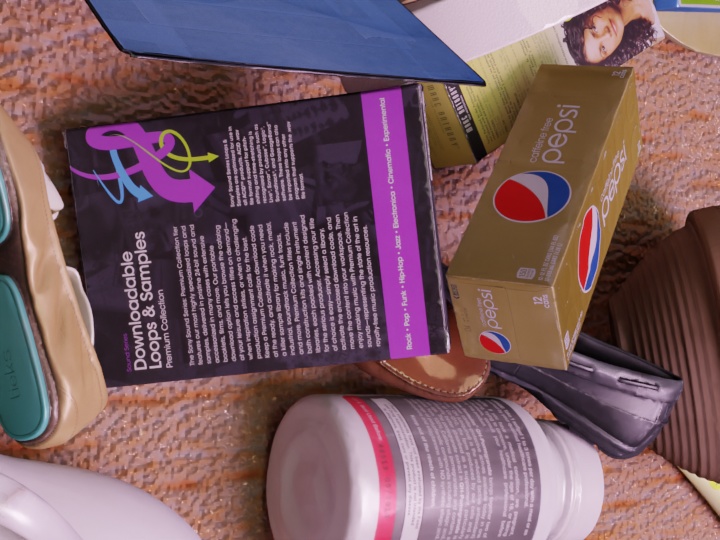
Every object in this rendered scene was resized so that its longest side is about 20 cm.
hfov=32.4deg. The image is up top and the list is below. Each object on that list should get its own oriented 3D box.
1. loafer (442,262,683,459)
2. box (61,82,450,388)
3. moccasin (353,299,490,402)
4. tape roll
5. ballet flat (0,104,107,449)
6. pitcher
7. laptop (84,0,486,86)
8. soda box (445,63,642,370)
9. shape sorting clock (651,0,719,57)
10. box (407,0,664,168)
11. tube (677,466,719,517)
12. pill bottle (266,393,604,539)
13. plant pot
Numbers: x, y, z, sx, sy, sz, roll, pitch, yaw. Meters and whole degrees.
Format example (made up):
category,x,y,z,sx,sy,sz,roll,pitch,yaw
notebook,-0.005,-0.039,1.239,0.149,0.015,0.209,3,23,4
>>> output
category,x,y,z,sx,sy,sz,roll,pitch,yaw
loafer,0.113,0.041,0.795,0.199,0.068,0.071,33,108,1
box,-0.056,-0.018,0.678,0.197,0.036,0.145,-6,95,5
moccasin,0.001,-0.001,0.726,0.074,0.078,0.202,-43,96,-21
tape roll,0.075,-0.159,0.729,0.202,0.202,0.037,-31,106,-28
ballet flat,-0.181,-0.008,0.653,0.063,0.068,0.203,-18,97,-58
pitcher,-0.149,0.147,0.604,0.199,0.171,0.122,38,63,-25
laptop,-0.047,-0.186,0.585,0.185,0.115,0.203,-1,90,-33
soda box,0.115,-0.039,0.741,0.068,0.063,0.201,72,33,-41
shape sorting clock,0.269,-0.264,0.945,0.198,0.039,0.203,1,89,-28
box,0.119,-0.148,0.845,0.199,0.050,0.076,-35,108,-27
tube,0.312,0.187,0.973,0.201,0.052,0.058,53,25,-16
pill bottle,0.051,0.133,0.767,0.198,0.110,0.112,4,88,-32
plant pot,0.225,0.060,0.863,0.092,0.201,0.203,-9,97,8
